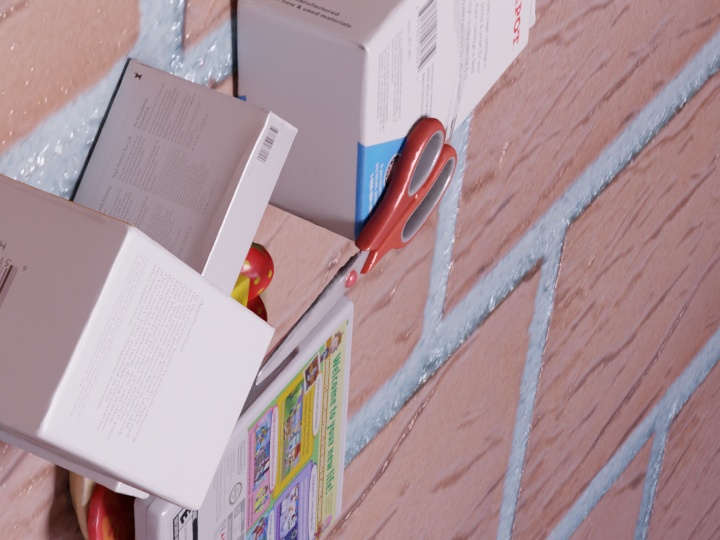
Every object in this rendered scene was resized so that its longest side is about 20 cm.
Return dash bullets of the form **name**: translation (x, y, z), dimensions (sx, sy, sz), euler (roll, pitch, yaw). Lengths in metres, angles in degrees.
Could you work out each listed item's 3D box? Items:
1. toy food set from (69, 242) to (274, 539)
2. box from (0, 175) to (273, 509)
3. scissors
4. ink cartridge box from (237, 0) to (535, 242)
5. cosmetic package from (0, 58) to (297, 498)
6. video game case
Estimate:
- **toy food set**: translation (-0.096, 0.076, 1.629), dimensions (0.198, 0.049, 0.200), euler (-41, 147, -51)
- **box**: translation (-0.138, 0.027, 1.337), dimensions (0.098, 0.124, 0.200), euler (-66, 160, -7)
- **scissors**: translation (0.000, 0.000, 1.613), dimensions (0.200, 0.014, 0.073), euler (-58, 161, -24)
- **ink cartridge box**: translation (0.017, -0.138, 1.647), dimensions (0.200, 0.084, 0.146), euler (-51, 154, -39)
- **cosmetic package**: translation (-0.109, 0.004, 1.476), dimensions (0.200, 0.082, 0.051), euler (-67, 162, -1)
- **video game case**: translation (-0.065, 0.132, 1.664), dimensions (0.182, 0.022, 0.200), euler (-48, 156, -34)
